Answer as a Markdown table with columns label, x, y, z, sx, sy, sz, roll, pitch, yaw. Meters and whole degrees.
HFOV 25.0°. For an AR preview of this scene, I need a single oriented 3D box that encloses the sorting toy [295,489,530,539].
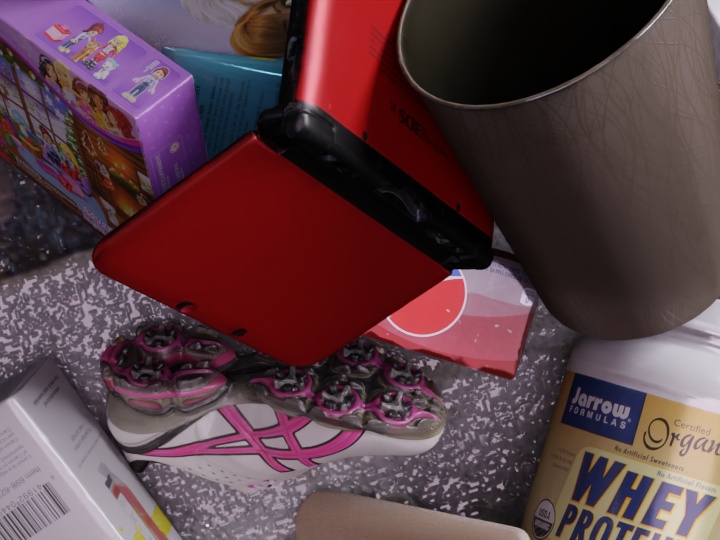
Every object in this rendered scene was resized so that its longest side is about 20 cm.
| label | x | y | z | sx | sy | sz | roll | pitch | yaw |
| --- | --- | --- | --- | --- | --- | --- | --- | --- | --- |
| sorting toy | 0.039 | 0.233 | 0.926 | 0.036 | 0.185 | 0.201 | -10 | 99 | -41 |

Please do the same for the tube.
| label | x | y | z | sx | sy | sz | roll | pitch | yaw |
| --- | --- | --- | --- | --- | --- | --- | --- | --- | --- |
| tube | -0.019 | -0.085 | 0.889 | 0.199 | 0.050 | 0.078 | -3 | 121 | -25 |

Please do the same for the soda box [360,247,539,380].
| label | x | y | z | sx | sy | sz | roll | pitch | yaw |
| --- | --- | --- | --- | --- | --- | --- | --- | --- | --- |
| soda box | 0.000 | 0.000 | 0.931 | 0.199 | 0.063 | 0.070 | 17 | 96 | -5 |

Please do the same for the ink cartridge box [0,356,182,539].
| label | x | y | z | sx | sy | sz | roll | pitch | yaw |
| --- | --- | --- | --- | --- | --- | --- | --- | --- | --- |
| ink cartridge box | -0.185 | 0.175 | 0.926 | 0.145 | 0.083 | 0.200 | -33 | 99 | 10 |

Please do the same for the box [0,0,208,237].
| label | x | y | z | sx | sy | sz | roll | pitch | yaw |
| --- | --- | --- | --- | --- | --- | --- | --- | --- | --- |
| box | -0.156 | -0.089 | 0.829 | 0.200 | 0.137 | 0.039 | 36 | 62 | 27 |

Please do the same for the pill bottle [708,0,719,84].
| label | x | y | z | sx | sy | sz | roll | pitch | yaw |
| --- | --- | --- | --- | --- | --- | --- | --- | --- | --- |
| pill bottle | 0.272 | -0.185 | 0.897 | 0.200 | 0.112 | 0.112 | -32 | 99 | 1 |

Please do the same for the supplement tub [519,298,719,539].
| label | x | y | z | sx | sy | sz | roll | pitch | yaw |
| --- | --- | --- | --- | --- | --- | --- | --- | --- | --- |
| supplement tub | 0.172 | 0.115 | 0.911 | 0.144 | 0.144 | 0.201 | 16 | 88 | -6 |

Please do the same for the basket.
| label | x | y | z | sx | sy | sz | roll | pitch | yaw |
| --- | --- | --- | --- | --- | --- | --- | --- | --- | --- |
| basket | 0.119 | -0.072 | 0.820 | 0.181 | 0.136 | 0.200 | -58 | 141 | -30 |

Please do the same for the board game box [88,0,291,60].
| label | x | y | z | sx | sy | sz | roll | pitch | yaw |
| --- | --- | --- | --- | --- | --- | --- | --- | --- | --- |
| board game box | -0.029 | -0.164 | 0.829 | 0.199 | 0.200 | 0.041 | -24 | 66 | 10 |

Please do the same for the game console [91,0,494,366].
| label | x | y | z | sx | sy | sz | roll | pitch | yaw |
| --- | --- | --- | --- | --- | --- | --- | --- | --- | --- |
| game console | -0.022 | -0.058 | 0.816 | 0.118 | 0.200 | 0.173 | -4 | 71 | 29 |

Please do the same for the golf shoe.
| label | x | y | z | sx | sy | sz | roll | pitch | yaw |
| --- | --- | --- | --- | --- | --- | --- | --- | --- | --- |
| golf shoe | -0.048 | 0.085 | 0.930 | 0.199 | 0.073 | 0.092 | 6 | 124 | 13 |
